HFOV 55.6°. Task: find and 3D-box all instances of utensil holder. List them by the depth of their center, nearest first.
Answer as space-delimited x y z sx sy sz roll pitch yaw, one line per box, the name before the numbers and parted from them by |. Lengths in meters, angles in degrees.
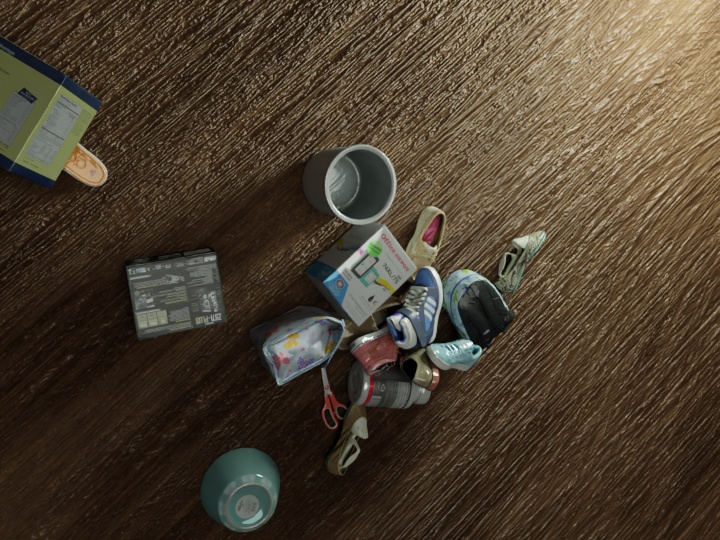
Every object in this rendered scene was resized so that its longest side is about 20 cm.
utensil holder | -0.034 -0.200 1.558 0.168 0.200 0.173 -4 101 -21

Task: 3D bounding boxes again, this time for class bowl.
bowl | -0.277 0.542 1.639 0.198 0.105 0.204 -4 100 -22

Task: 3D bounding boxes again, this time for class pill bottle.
pill bottle | 0.076 0.292 1.733 0.198 0.111 0.112 9 96 -23

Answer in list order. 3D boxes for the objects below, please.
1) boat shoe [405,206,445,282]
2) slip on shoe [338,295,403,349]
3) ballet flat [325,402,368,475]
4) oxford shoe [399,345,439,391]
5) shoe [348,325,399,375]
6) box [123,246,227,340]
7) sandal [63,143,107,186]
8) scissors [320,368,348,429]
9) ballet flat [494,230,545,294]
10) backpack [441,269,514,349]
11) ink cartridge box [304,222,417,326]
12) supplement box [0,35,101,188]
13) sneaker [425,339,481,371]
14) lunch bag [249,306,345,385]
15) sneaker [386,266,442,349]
boat shoe | 0.166 -0.062 1.731 0.073 0.069 0.203 11 96 -24
slip on shoe | 0.022 0.133 1.712 0.198 0.060 0.077 -29 108 -15
ballet flat | -0.023 0.430 1.735 0.068 0.072 0.202 29 87 -47
oxford shoe | 0.130 0.218 1.695 0.074 0.200 0.071 20 106 -25
shoe | 0.069 0.193 1.697 0.199 0.072 0.091 -18 64 -39
box | -0.408 0.048 1.511 0.197 0.086 0.166 -11 103 -19
sandal | -0.611 -0.247 1.395 0.206 0.059 0.080 34 86 -23
scissors | -0.088 0.309 1.723 0.073 0.014 0.202 -28 109 -14
ballet flat | 0.425 -0.035 1.847 0.075 0.068 0.201 31 89 -7
backpack | 0.291 0.092 1.776 0.163 0.154 0.200 -41 139 -3
ink cartridge box | 0.000 0.000 1.634 0.200 0.146 0.147 -44 112 -10
supplement box | -0.644 -0.302 1.288 0.199 0.134 0.201 30 87 9
sneaker | 0.237 0.199 1.711 0.082 0.074 0.199 -49 149 19
lunch bag | -0.139 0.163 1.593 0.198 0.169 0.128 -28 107 -16
sneaker | 0.127 0.091 1.663 0.145 0.080 0.203 0 94 -48
